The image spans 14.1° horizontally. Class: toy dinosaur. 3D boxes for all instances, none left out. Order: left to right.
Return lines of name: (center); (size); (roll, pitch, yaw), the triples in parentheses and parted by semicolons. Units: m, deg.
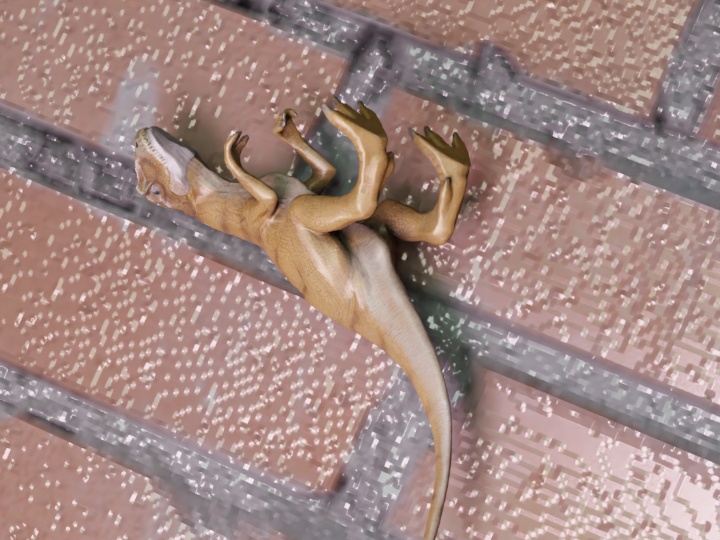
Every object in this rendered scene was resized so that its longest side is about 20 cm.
toy dinosaur: (0.000, 0.000, 1.055); (0.200, 0.060, 0.106); (44, 117, 29)
